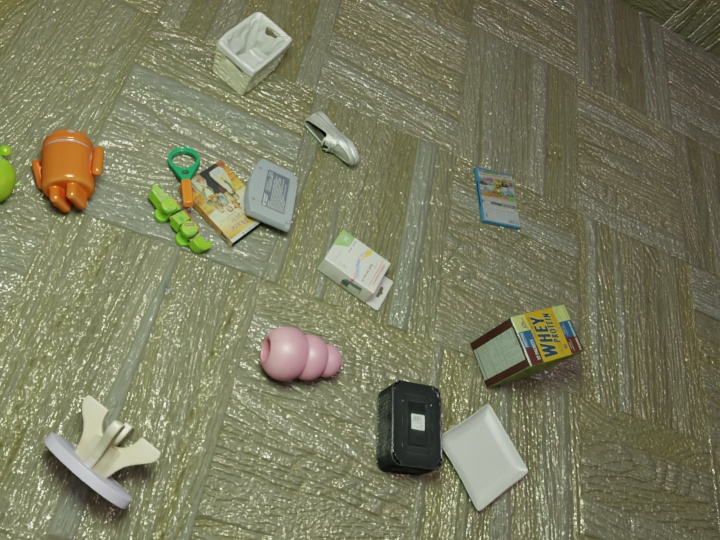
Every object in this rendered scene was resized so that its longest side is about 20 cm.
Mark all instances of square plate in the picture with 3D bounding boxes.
[{"bbox_3d":[0.310,0.474,1.641,0.197,0.028,0.201,-23,77,-32],"label":"square plate"}]

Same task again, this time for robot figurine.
[{"bbox_3d":[-0.670,-0.236,1.470,0.116,0.143,0.202,14,57,-45],"label":"robot figurine"},{"bbox_3d":[-0.836,-0.219,1.379,0.199,0.116,0.176,34,50,-7],"label":"robot figurine"}]

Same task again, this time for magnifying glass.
[{"bbox_3d":[-0.439,-0.237,1.612,0.079,0.023,0.201,-5,51,-16],"label":"magnifying glass"}]

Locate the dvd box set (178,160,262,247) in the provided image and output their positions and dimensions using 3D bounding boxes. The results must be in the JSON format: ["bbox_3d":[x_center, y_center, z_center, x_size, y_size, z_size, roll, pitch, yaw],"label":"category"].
[{"bbox_3d":[-0.346,-0.174,1.648,0.200,0.029,0.146,47,55,3],"label":"dvd box set"}]

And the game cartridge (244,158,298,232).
[{"bbox_3d":[-0.236,-0.201,1.688,0.132,0.041,0.201,26,45,-24],"label":"game cartridge"}]

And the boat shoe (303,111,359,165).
[{"bbox_3d":[-0.086,-0.375,1.855,0.066,0.072,0.201,-34,82,-30],"label":"boat shoe"}]

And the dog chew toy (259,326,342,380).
[{"bbox_3d":[-0.133,0.204,1.511,0.198,0.124,0.126,15,59,-28],"label":"dog chew toy"}]

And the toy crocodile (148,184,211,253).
[{"bbox_3d":[-0.440,-0.124,1.556,0.200,0.067,0.062,49,49,1],"label":"toy crocodile"}]

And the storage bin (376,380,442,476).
[{"bbox_3d":[0.118,0.382,1.554,0.134,0.094,0.202,13,61,-19],"label":"storage bin"}]

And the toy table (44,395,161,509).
[{"bbox_3d":[-0.490,0.346,1.239,0.200,0.184,0.117,43,71,-11],"label":"toy table"}]

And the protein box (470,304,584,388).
[{"bbox_3d":[0.446,0.206,1.738,0.197,0.200,0.136,-9,69,-29],"label":"protein box"}]

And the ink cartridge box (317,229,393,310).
[{"bbox_3d":[0.000,0.000,1.706,0.199,0.067,0.118,35,55,-6],"label":"ink cartridge box"}]

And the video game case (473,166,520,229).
[{"bbox_3d":[0.440,-0.234,2.072,0.142,0.018,0.202,9,62,-21],"label":"video game case"}]

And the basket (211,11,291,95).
[{"bbox_3d":[-0.313,-0.616,1.834,0.135,0.123,0.200,39,56,-3],"label":"basket"}]
